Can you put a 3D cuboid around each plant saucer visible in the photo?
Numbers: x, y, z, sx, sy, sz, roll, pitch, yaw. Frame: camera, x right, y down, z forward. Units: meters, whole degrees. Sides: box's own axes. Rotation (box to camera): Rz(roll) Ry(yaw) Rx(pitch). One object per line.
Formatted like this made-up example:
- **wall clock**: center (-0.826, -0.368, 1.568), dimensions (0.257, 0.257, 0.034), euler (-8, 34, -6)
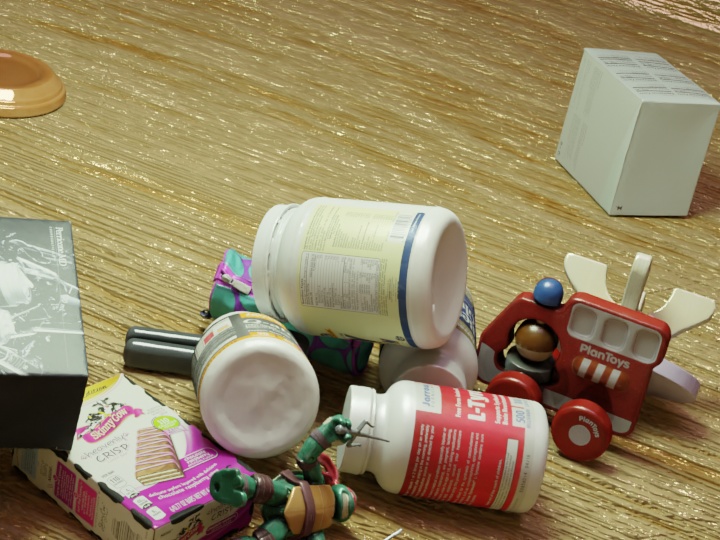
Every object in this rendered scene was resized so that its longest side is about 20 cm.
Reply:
- **plant saucer**: center (-0.532, -0.282, 2.090), dimensions (0.197, 0.038, 0.201), euler (10, 28, -5)

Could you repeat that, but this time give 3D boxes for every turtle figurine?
- **turtle figurine**: center (-0.048, 0.218, 1.293), dimensions (0.198, 0.100, 0.152), euler (-3, 74, -45)

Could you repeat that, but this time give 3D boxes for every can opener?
- **can opener**: center (-0.155, 0.079, 1.537), dimensions (0.197, 0.068, 0.054), euler (9, 26, -9)

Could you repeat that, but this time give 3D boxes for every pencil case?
- **pencil case**: center (-0.077, 0.048, 1.604), dimensions (0.198, 0.086, 0.092), euler (20, -9, 15)

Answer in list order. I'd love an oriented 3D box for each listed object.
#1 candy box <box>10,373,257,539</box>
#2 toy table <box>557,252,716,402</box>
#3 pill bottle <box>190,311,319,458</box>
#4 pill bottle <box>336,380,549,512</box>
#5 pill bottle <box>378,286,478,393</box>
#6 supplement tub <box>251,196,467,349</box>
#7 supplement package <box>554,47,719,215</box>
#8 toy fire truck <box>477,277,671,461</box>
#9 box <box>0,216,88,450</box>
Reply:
- **candy box**: center (-0.210, 0.185, 1.320), dimensions (0.199, 0.062, 0.136), euler (30, 32, 30)
- **toy table**: center (0.312, 0.063, 1.660), dimensions (0.198, 0.118, 0.184), euler (23, -14, 3)
- **pill bottle**: center (-0.109, 0.105, 1.411), dimensions (0.115, 0.118, 0.200), euler (6, 8, -12)
- **pill bottle**: center (0.079, 0.172, 1.414), dimensions (0.197, 0.114, 0.113), euler (9, 27, -6)
- **pill bottle**: center (0.075, 0.089, 1.570), dimensions (0.109, 0.112, 0.201), euler (11, 27, -3)
- **supplement tub**: center (0.000, 0.000, 1.481), dimensions (0.197, 0.147, 0.145), euler (6, 23, 22)
- **supplement package**: center (0.426, -0.215, 2.205), dimensions (0.145, 0.194, 0.201), euler (0, 30, -21)
- **toy fire truck**: center (0.228, 0.096, 1.559), dimensions (0.198, 0.170, 0.112), euler (22, 28, 17)
- **box**: center (-0.348, 0.052, 1.279), dimensions (0.179, 0.105, 0.202), euler (4, 44, -22)
